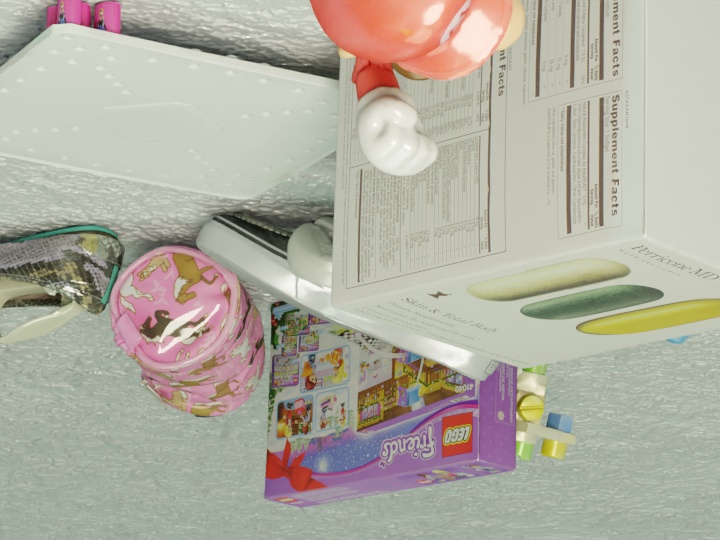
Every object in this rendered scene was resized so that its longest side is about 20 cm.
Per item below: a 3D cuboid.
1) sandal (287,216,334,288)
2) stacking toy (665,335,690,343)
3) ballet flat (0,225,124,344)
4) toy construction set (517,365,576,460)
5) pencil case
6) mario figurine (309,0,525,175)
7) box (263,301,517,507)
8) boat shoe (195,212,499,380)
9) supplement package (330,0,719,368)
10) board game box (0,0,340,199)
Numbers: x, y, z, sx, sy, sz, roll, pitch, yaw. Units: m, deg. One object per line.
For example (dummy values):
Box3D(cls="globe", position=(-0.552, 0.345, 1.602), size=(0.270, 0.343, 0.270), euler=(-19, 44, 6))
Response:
Box3D(cls="sandal", position=(0.042, -0.006, 1.712), size=(0.202, 0.050, 0.082), euler=(-3, -151, -31))
Box3D(cls="stacking toy", position=(0.099, -0.037, 1.637), size=(0.199, 0.116, 0.110), euler=(8, 163, 35))
Box3D(cls="ballet flat", position=(-0.243, 0.015, 1.869), size=(0.200, 0.072, 0.072), euler=(-6, 162, 26))
Box3D(cls="toy construction set", position=(0.075, 0.078, 2.008), size=(0.131, 0.092, 0.200), euler=(12, 162, 14))
Box3D(cls="pencil case", position=(-0.111, 0.041, 1.903), size=(0.083, 0.087, 0.200), euler=(20, 169, 7))
Box3D(cls="mario figurine", position=(0.038, -0.112, 1.240), size=(0.106, 0.124, 0.200), euler=(-15, -174, 5))
Box3D(cls="box", position=(0.019, 0.074, 1.923), size=(0.039, 0.137, 0.200), euler=(17, 158, -42))
Box3D(cls="boat shoe", position=(0.000, 0.000, 1.796), size=(0.199, 0.071, 0.072), euler=(23, 177, -1))
Box3D(cls="supplement package", position=(0.109, -0.052, 1.448), size=(0.200, 0.151, 0.151), euler=(-14, 157, 42))
Box3D(cls="board game box", position=(-0.106, -0.090, 1.567), size=(0.199, 0.026, 0.200), euler=(10, 162, -26))
